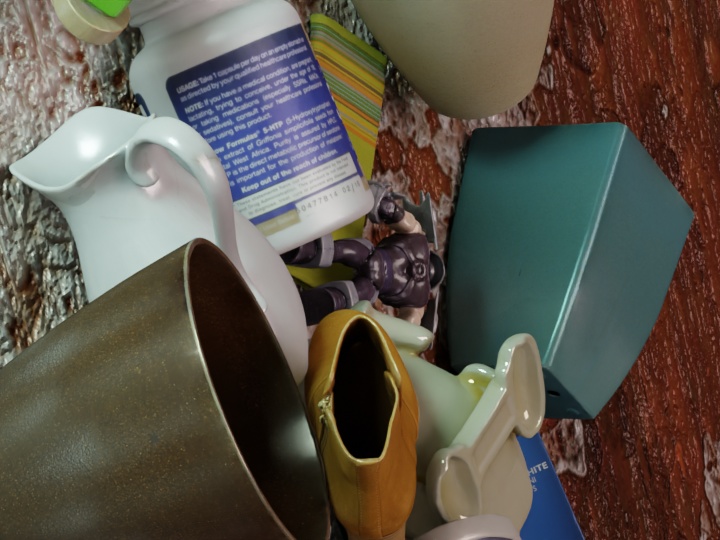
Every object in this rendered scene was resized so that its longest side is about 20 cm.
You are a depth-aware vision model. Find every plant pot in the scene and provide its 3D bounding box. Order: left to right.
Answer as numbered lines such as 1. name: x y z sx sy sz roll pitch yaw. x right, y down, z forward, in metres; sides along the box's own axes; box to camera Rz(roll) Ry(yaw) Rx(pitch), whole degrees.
1. plant pot: -0.144 0.106 1.451 0.187 0.199 0.188 -23 90 -79
2. plant pot: 0.071 -0.214 1.914 0.201 0.186 0.188 73 31 -44
3. plant pot: 0.152 0.009 2.034 0.141 0.141 0.201 45 55 -46

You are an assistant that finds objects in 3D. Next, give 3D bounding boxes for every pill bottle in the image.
1. pill bottle: -0.081 -0.110 1.671 0.120 0.119 0.201 -30 99 -56

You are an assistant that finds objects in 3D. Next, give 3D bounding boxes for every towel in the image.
1. towel: -0.023 -0.080 1.873 0.086 0.018 0.201 30 61 -47

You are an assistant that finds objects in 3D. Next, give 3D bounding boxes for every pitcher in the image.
1. pitcher: -0.103 -0.003 1.554 0.121 0.171 0.201 -40 109 -26

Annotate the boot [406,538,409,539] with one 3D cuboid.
1. boot: 0.053 0.265 1.761 0.200 0.068 0.189 -114 -169 -67

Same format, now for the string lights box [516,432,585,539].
1. string lights box: 0.121 0.180 1.926 0.103 0.059 0.201 123 -56 -81

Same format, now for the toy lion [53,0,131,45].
1. toy lion: -0.173 -0.241 1.558 0.199 0.069 0.192 33 38 -18

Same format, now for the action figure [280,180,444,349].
1. action figure: 0.000 0.000 1.826 0.200 0.069 0.131 -1 78 -57

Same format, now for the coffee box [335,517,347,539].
1. coffee box: 0.034 0.177 1.897 0.123 0.044 0.201 -49 126 -51

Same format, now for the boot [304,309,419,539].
1. boot: 0.003 0.067 1.550 0.144 0.070 0.202 88 -4 -51

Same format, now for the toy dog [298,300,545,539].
1. toy dog: 0.015 0.105 1.729 0.140 0.199 0.194 -60 148 -24

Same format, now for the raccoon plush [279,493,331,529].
1. raccoon plush: -0.120 0.201 1.526 0.134 0.097 0.201 -7 133 -43

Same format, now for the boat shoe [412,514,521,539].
1. boat shoe: 0.088 0.222 1.653 0.093 0.074 0.200 69 11 24
